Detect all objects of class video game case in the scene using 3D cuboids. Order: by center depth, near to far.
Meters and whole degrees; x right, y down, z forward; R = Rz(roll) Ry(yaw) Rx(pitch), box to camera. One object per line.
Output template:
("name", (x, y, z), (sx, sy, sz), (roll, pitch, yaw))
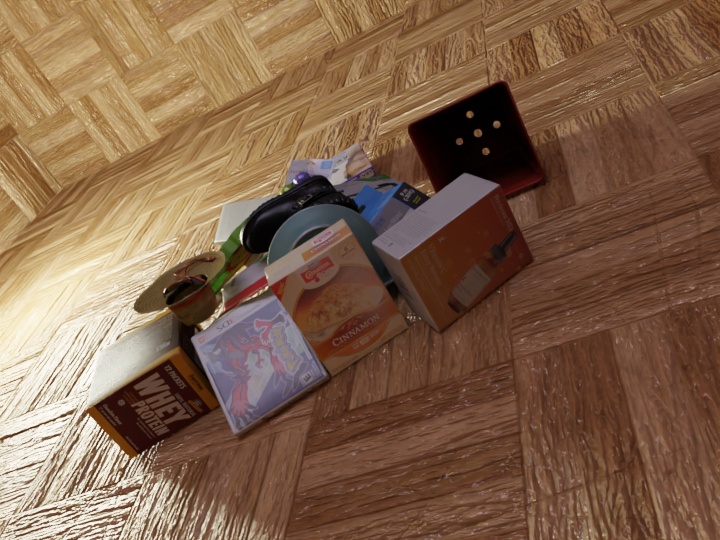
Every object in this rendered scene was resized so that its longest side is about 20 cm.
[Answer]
("video game case", (-0.173, 0.147, 1.218), (0.181, 0.023, 0.201), (-32, 63, 0))

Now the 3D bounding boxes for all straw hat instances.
("straw hat", (-0.309, 0.051, 1.322), (0.200, 0.086, 0.201), (-21, 25, 10))

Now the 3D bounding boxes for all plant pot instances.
("plant pot", (0.228, -0.249, 1.404), (0.199, 0.201, 0.176), (-22, 16, 19))

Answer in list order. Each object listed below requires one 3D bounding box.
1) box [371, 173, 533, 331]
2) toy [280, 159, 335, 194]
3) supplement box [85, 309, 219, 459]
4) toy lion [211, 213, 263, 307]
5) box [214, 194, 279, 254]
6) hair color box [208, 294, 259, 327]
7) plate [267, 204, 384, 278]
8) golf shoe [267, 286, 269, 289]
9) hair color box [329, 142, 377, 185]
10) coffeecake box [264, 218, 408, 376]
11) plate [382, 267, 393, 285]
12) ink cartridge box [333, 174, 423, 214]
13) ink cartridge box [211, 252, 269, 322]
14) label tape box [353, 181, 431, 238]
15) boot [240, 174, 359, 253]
("box", (0.148, -0.032, 1.152), (0.199, 0.153, 0.106), (-37, 27, -8))
("toy", (-0.132, -0.149, 1.494), (0.114, 0.047, 0.202), (4, 73, 30))
("supplement box", (-0.380, 0.199, 1.346), (0.196, 0.133, 0.200), (-31, 27, 1))
("toy lion", (-0.258, -0.026, 1.444), (0.200, 0.069, 0.192), (-50, -3, -21))
("box", (-0.216, -0.095, 1.635), (0.199, 0.124, 0.098), (-3, 69, 43))
("hair color box", (-0.187, 0.087, 1.359), (0.199, 0.065, 0.109), (-26, 12, 22))
("plate", (-0.056, -0.010, 1.207), (0.199, 0.201, 0.026), (-32, 15, 0))
("golf shoe", (-0.105, 0.002, 1.468), (0.199, 0.078, 0.094), (-37, 9, -10))
("hair color box", (-0.022, -0.237, 1.765), (0.109, 0.065, 0.200), (-30, 29, 4))
("coffeecake box", (-0.038, 0.045, 1.167), (0.153, 0.201, 0.073), (-32, 27, 0))
("plate", (0.000, 0.000, 1.335), (0.198, 0.026, 0.201), (-9, 27, 4))
("ink cartridge box", (0.028, -0.125, 1.455), (0.145, 0.084, 0.200), (-14, 22, -17))
("ink cartridge box", (-0.194, 0.011, 1.341), (0.160, 0.050, 0.200), (-33, 5, 16))
("label tape box", (0.065, -0.082, 1.285), (0.144, 0.199, 0.063), (-53, -9, -35))
("boot", (-0.113, -0.082, 1.275), (0.211, 0.080, 0.158), (-38, 33, 0))
